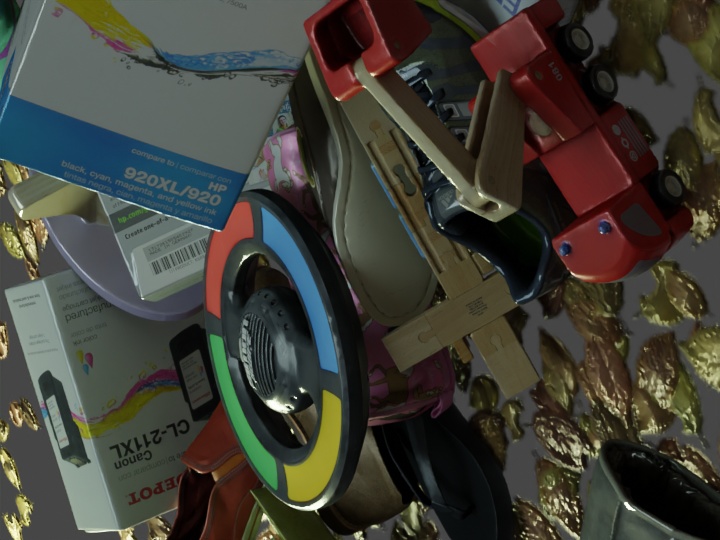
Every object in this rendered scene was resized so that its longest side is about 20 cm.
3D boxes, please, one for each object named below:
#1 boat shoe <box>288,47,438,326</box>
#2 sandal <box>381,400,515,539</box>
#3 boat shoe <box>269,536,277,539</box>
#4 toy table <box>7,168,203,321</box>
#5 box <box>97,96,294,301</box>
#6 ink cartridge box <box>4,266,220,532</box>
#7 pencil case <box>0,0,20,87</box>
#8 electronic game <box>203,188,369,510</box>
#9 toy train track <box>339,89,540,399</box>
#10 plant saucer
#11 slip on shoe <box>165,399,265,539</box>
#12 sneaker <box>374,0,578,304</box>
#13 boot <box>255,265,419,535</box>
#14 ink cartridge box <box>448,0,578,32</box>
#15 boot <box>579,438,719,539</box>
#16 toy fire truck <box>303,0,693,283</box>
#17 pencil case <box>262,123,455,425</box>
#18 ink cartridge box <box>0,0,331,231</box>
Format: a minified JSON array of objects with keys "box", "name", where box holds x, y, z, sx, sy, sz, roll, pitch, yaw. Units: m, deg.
[{"box":[-0.002,-0.067,1.080,0.059,0.071,0.201,18,124,65],"name":"boat shoe"},{"box":[0.036,0.106,1.202,0.201,0.043,0.076,60,148,18],"name":"sandal"},{"box":[-0.067,0.251,1.365,0.075,0.066,0.199,58,172,-6],"name":"boat shoe"},{"box":[-0.167,-0.071,1.328,0.200,0.184,0.117,46,161,9],"name":"toy table"},{"box":[-0.112,-0.102,1.230,0.041,0.155,0.201,23,-137,-81],"name":"box"},{"box":[-0.170,0.086,1.423,0.083,0.145,0.201,-11,97,57],"name":"ink cartridge box"},{"box":[-0.249,-0.136,1.142,0.200,0.084,0.093,87,-168,-78],"name":"pencil case"},{"box":[-0.050,0.049,1.128,0.200,0.041,0.201,36,132,53],"name":"electronic game"},{"box":[0.046,-0.019,1.056,0.201,0.114,0.033,60,-175,-14],"name":"toy train track"},{"box":[-0.011,0.230,1.291,0.200,0.031,0.200,54,173,10],"name":"plant saucer"},{"box":[-0.100,0.139,1.366,0.074,0.061,0.201,19,93,58],"name":"slip on shoe"},{"box":[0.055,-0.068,0.976,0.200,0.081,0.074,45,131,-9],"name":"sneaker"},{"box":[-0.020,0.081,1.269,0.075,0.073,0.201,-26,91,44],"name":"boot"},{"box":[0.033,-0.154,1.071,0.200,0.040,0.201,52,145,29],"name":"ink cartridge box"},{"box":[0.132,0.184,1.064,0.181,0.072,0.201,26,135,33],"name":"boot"},{"box":[0.074,-0.070,0.916,0.049,0.141,0.201,-30,93,46],"name":"toy fire truck"},{"box":[0.000,0.000,1.147,0.086,0.082,0.202,-23,79,61],"name":"pencil case"},{"box":[-0.102,-0.158,1.011,0.148,0.144,0.201,-92,25,-52],"name":"ink cartridge box"}]
